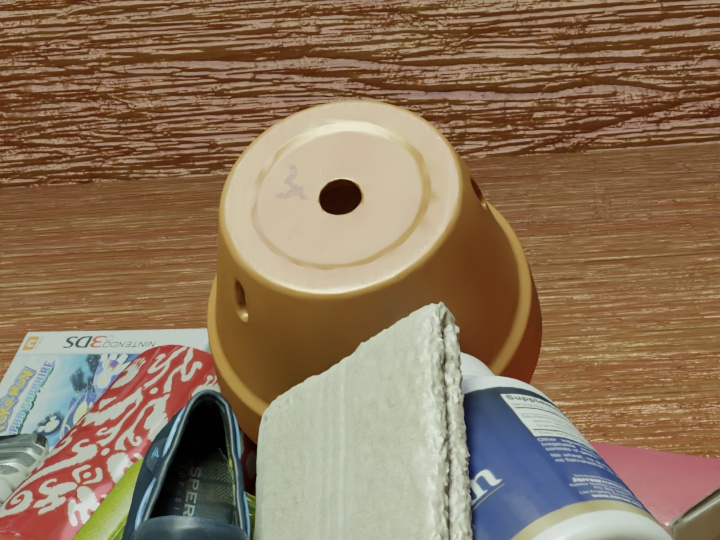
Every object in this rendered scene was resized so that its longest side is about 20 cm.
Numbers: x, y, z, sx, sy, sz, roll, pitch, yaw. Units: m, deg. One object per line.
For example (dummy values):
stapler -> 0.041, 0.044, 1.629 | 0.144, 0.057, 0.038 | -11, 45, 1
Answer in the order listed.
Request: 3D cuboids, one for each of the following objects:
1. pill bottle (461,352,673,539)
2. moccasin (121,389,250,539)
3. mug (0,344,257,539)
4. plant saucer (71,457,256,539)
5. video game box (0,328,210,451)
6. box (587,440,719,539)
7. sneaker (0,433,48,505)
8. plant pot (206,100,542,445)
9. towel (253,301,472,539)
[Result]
pill bottle -> 0.073, 0.123, 1.024 | 0.110, 0.112, 0.200 | -8, 28, -19
moccasin -> -0.091, 0.141, 0.985 | 0.080, 0.068, 0.201 | 6, 43, -13
mug -> -0.128, 0.163, 1.198 | 0.133, 0.178, 0.200 | -20, 24, 39
plant saucer -> -0.072, 0.183, 1.037 | 0.199, 0.048, 0.200 | 25, 40, 10
video game box -> -0.193, 0.129, 1.360 | 0.181, 0.047, 0.201 | -5, 49, 38
box -> 0.119, 0.172, 1.154 | 0.199, 0.129, 0.109 | 4, 16, 37
sneaker -> -0.238, 0.182, 1.255 | 0.074, 0.116, 0.200 | -6, 15, 13
plant pot -> 0.000, 0.000, 1.154 | 0.198, 0.140, 0.201 | -5, 54, 7
towel -> 0.001, 0.120, 0.989 | 0.132, 0.034, 0.201 | -33, 40, 32
